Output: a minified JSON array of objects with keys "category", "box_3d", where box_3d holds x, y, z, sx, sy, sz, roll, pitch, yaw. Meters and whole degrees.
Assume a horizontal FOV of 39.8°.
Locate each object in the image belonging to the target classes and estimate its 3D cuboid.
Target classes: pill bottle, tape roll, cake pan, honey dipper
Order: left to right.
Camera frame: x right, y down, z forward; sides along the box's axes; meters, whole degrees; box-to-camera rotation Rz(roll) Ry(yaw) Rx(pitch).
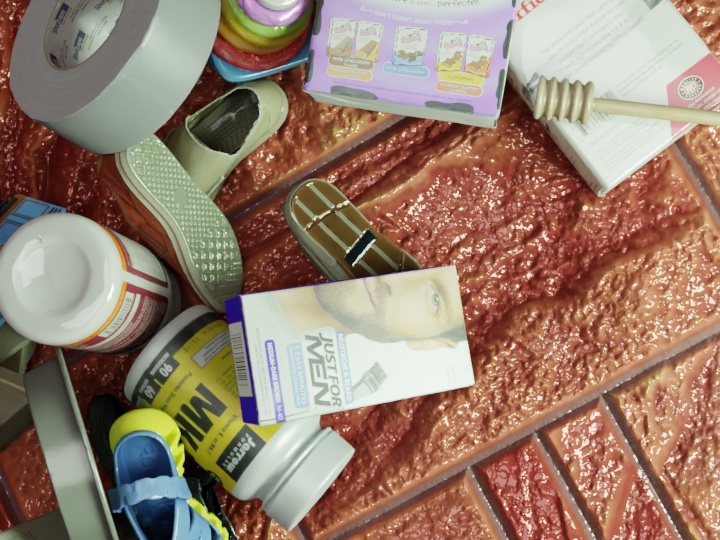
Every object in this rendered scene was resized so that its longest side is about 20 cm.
[{"category":"cake pan","box_3d":[-0.245,0.167,0.848,0.036,0.200,0.202,-17,83,-17]},{"category":"pill bottle","box_3d":[-0.234,0.019,0.894,0.109,0.200,0.111,-1,81,7]},{"category":"tape roll","box_3d":[-0.216,-0.206,0.867,0.199,0.066,0.202,-17,60,32]},{"category":"pill bottle","box_3d":[-0.109,0.136,0.913,0.200,0.114,0.115,39,93,10]},{"category":"honey dipper","box_3d":[0.246,-0.133,0.830,0.198,0.038,0.038,8,87,9]}]

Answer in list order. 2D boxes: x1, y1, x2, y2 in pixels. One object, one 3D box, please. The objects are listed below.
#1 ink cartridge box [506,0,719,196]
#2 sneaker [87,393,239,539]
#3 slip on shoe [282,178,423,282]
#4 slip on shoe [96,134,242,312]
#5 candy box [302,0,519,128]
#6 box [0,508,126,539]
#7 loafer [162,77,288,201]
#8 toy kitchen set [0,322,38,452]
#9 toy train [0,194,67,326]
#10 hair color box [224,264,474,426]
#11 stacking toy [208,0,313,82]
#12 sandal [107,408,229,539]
[{"category":"ink cartridge box","box_3d":[0.214,-0.190,0.899,0.145,0.085,0.201,-37,83,5]},{"category":"sneaker","box_3d":[-0.182,0.202,0.950,0.103,0.060,0.201,-19,88,7]},{"category":"slip on shoe","box_3d":[0.000,0.000,0.936,0.200,0.061,0.076,45,73,-9]},{"category":"slip on shoe","box_3d":[-0.174,-0.042,0.928,0.061,0.074,0.201,-7,129,37]},{"category":"candy box","box_3d":[0.052,-0.236,0.849,0.166,0.072,0.202,10,91,7]},{"category":"box","box_3d":[-0.281,0.267,0.887,0.068,0.200,0.082,-42,79,7]},{"category":"loafer","box_3d":[-0.156,-0.114,0.961,0.076,0.068,0.200,43,93,9]},{"category":"toy kitchen set","box_3d":[-0.399,0.143,0.976,0.199,0.163,0.182,20,117,10]},{"category":"toy train","box_3d":[-0.359,0.004,0.932,0.113,0.201,0.087,14,130,10]},{"category":"hair color box","box_3d":[-0.008,0.063,0.860,0.198,0.065,0.110,-8,87,-22]},{"category":"stacking toy","box_3d":[-0.078,-0.240,0.860,0.109,0.200,0.117,-19,97,-17]},{"category":"sandal","box_3d":[-0.170,0.224,0.866,0.079,0.087,0.201,-20,114,5]}]
